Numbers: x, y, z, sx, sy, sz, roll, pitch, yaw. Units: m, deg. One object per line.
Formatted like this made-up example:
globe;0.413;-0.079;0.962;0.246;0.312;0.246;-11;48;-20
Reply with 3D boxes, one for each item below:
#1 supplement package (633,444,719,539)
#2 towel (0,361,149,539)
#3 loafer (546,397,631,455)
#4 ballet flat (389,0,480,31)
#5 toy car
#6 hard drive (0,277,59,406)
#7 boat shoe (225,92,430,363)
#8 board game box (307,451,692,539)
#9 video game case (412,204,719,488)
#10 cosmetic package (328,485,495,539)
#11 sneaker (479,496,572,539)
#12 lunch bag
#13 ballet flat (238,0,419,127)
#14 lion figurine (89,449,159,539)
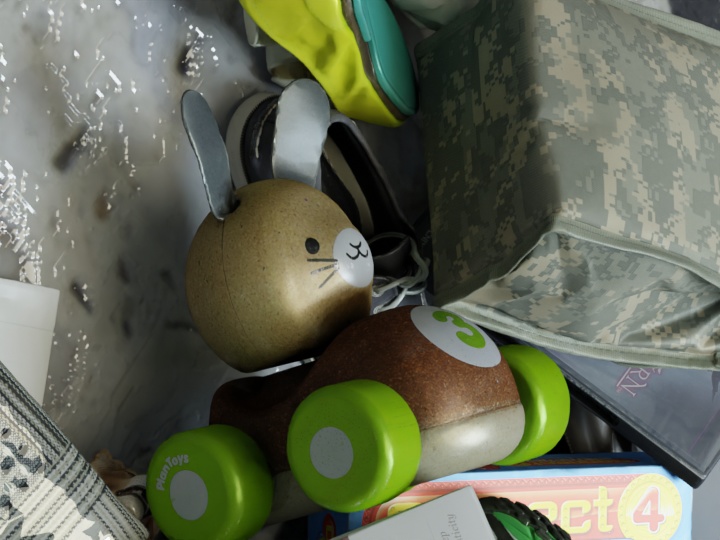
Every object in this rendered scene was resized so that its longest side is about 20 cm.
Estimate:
supplement package;0.243;0.078;1.456;0.200;0.117;0.118;-56;131;-54
towel;-0.210;0.110;1.049;0.200;0.034;0.193;-46;106;-23
loafer;0.109;0.132;1.407;0.071;0.073;0.202;-7;91;-37
ballet flat;0.062;-0.160;1.336;0.199;0.073;0.074;-22;108;-45
toy car;-0.019;0.009;1.168;0.164;0.157;0.201;-9;82;-56
hard drive;-0.201;0.097;1.115;0.131;0.027;0.201;13;82;-45
boat shoe;0.000;0.000;1.285;0.073;0.062;0.201;-46;123;-33
board game box;0.072;0.196;1.325;0.199;0.056;0.197;-1;94;-22
video game case;0.133;0.004;1.361;0.200;0.019;0.143;36;59;7
cosmetic package;0.029;0.168;1.157;0.081;0.200;0.113;-21;83;-6
sneaker;0.102;0.202;1.267;0.085;0.078;0.201;-29;94;3
lunch bag;0.135;-0.043;1.305;0.199;0.117;0.165;16;55;-32
ballet flat;-0.019;-0.115;1.246;0.200;0.067;0.067;51;29;-74
lion figurine;-0.107;0.191;1.163;0.123;0.072;0.201;-57;136;-67
